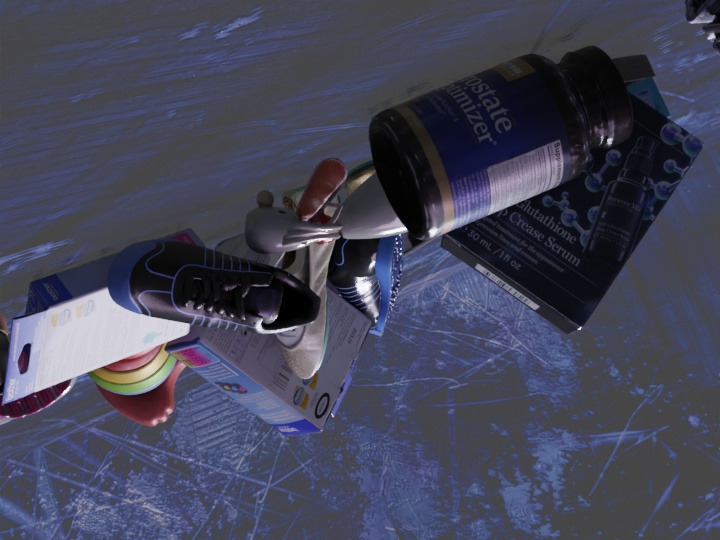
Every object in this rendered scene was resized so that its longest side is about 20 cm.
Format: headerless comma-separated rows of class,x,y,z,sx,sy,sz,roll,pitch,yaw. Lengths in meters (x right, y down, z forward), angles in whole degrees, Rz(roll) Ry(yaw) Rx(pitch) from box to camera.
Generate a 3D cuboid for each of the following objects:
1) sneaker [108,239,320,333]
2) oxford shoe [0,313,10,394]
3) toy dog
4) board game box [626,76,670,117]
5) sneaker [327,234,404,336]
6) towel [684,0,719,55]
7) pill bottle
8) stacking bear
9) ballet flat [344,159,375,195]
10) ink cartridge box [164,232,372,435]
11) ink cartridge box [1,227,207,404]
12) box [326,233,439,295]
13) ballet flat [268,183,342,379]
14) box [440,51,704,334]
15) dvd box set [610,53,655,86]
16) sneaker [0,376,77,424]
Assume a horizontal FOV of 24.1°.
sneaker,-0.122,0.016,1.468,0.078,0.071,0.199,12,-176,44
oxford shoe,-0.338,0.076,1.455,0.071,0.074,0.200,-23,175,7
toy dog,-0.002,-0.075,1.495,0.199,0.097,0.132,-7,177,-22
board game box,0.216,-0.127,1.717,0.150,0.047,0.200,-24,175,-7
sneaker,0.000,0.000,1.726,0.078,0.070,0.200,16,152,7
towel,0.398,-0.242,1.459,0.199,0.086,0.165,-26,174,28
pill bottle,0.117,-0.110,1.381,0.199,0.112,0.112,-23,176,-13
stacking bear,-0.235,0.068,1.710,0.200,0.113,0.122,93,22,-73
ballet flat,0.041,-0.077,1.689,0.070,0.071,0.200,-25,175,16
ink cartridge box,-0.079,0.074,1.700,0.076,0.200,0.137,-14,-136,55
ink cartridge box,-0.235,0.040,1.509,0.199,0.042,0.120,-23,149,-34
box,0.008,-0.030,1.866,0.200,0.060,0.116,-31,-175,-35
ballet flat,-0.064,0.011,1.604,0.062,0.201,0.067,-8,-156,-37
box,0.187,-0.066,1.513,0.200,0.148,0.107,-56,176,-4
dvd box set,0.183,-0.158,1.693,0.199,0.030,0.146,-27,175,32
sneaker,-0.384,0.122,1.800,0.199,0.082,0.088,-16,179,18
